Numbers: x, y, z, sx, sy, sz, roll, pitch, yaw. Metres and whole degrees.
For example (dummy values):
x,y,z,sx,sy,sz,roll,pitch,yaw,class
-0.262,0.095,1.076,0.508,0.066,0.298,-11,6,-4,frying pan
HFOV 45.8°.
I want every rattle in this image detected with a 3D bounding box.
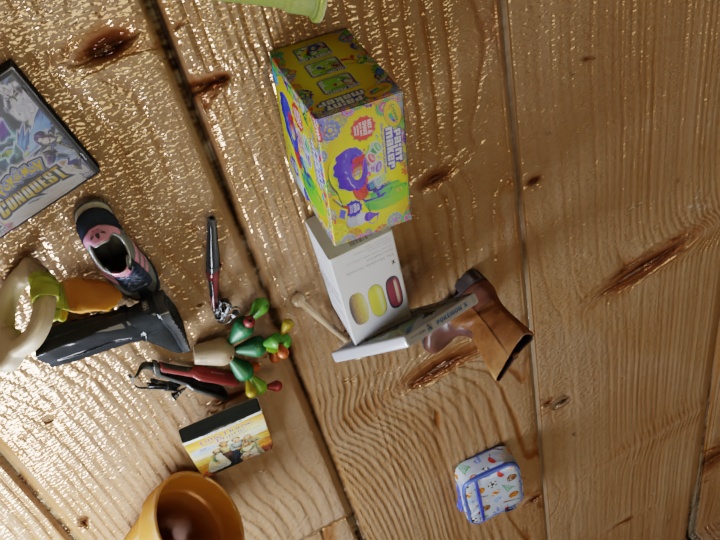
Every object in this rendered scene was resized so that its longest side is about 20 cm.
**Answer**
x,y,z,sx,sy,sz,roll,pitch,yaw,class
-0.451,0.090,1.192,0.202,0.129,0.142,-64,157,9,rattle

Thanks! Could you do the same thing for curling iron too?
x,y,z,sx,sy,sz,roll,pitch,yaw,class
-0.217,0.000,1.309,0.049,0.026,0.203,8,127,12,curling iron

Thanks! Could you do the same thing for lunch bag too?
x,y,z,sx,sy,sz,roll,pitch,yaw,class
0.296,0.506,1.984,0.158,0.076,0.202,-23,133,-8,lunch bag

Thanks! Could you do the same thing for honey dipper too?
x,y,z,sx,sy,sz,roll,pitch,yaw,class
-0.056,0.095,1.478,0.038,0.038,0.200,-42,131,8,honey dipper

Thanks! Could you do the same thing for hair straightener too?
x,y,z,sx,sy,sz,roll,pitch,yaw,class
-0.299,0.193,1.411,0.198,0.041,0.077,14,119,-43,hair straightener

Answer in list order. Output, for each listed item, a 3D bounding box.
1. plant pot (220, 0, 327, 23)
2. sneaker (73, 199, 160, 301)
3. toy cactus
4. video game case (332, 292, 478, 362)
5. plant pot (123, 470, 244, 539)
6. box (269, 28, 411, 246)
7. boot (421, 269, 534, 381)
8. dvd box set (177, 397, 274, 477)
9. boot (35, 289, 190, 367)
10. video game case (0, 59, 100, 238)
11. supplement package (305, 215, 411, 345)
x,y,z,sx,sy,sz,roll,pitch,yaw,class
-0.138,-0.379,0.948,0.181,0.202,0.203,-5,129,-11,plant pot
-0.338,-0.005,1.199,0.069,0.082,0.201,-30,139,-3,sneaker
-0.192,0.138,1.403,0.162,0.103,0.202,-6,137,-14,toy cactus
0.073,0.096,1.425,0.181,0.199,0.022,-28,96,-39,video game case
-0.343,0.499,1.552,0.199,0.202,0.183,24,129,-40,plant pot
-0.026,-0.182,1.153,0.120,0.193,0.202,-19,133,-13,box
0.208,0.127,1.532,0.068,0.201,0.189,26,111,-41,boot
-0.231,0.298,1.502,0.144,0.030,0.201,-22,152,-11,dvd box set
-0.369,0.106,1.282,0.197,0.066,0.166,-21,150,-6,boot
-0.460,-0.136,1.064,0.198,0.026,0.182,-33,135,-1,video game case
0.000,0.000,1.375,0.112,0.110,0.202,-25,134,-8,supplement package
